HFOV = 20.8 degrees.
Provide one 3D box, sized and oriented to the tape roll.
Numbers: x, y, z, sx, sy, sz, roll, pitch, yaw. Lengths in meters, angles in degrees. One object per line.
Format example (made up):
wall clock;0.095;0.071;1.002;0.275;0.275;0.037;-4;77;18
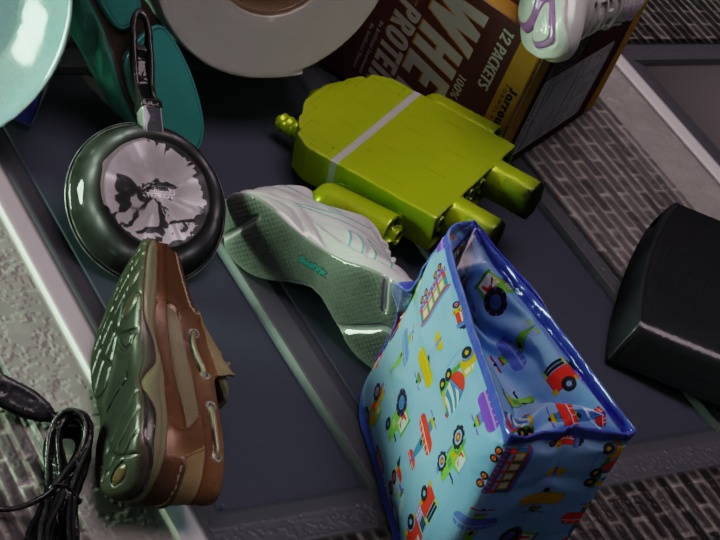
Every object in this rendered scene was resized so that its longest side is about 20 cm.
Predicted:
tape roll;-0.090;-0.261;1.459;0.201;0.205;0.139;0;25;-31

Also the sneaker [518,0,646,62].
sneaker;0.173;-0.214;1.473;0.099;0.075;0.201;22;36;-5

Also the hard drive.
hard drive;0.264;0.024;1.480;0.134;0.043;0.200;23;35;5

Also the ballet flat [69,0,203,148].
ballet flat;-0.176;-0.165;1.387;0.070;0.201;0.067;3;39;41

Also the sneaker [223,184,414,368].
sneaker;0.000;0.000;1.334;0.200;0.071;0.080;38;35;18

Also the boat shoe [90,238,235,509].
boat shoe;-0.117;0.067;1.183;0.073;0.076;0.201;20;39;-23

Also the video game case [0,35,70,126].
video game case;-0.306;-0.200;1.421;0.198;0.046;0.182;20;35;-7

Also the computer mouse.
computer mouse;-0.238;0.089;1.095;0.198;0.046;0.141;20;37;-8

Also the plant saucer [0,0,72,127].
plant saucer;-0.292;-0.184;1.317;0.199;0.203;0.039;20;2;-7

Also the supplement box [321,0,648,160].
supplement box;0.096;-0.210;1.601;0.197;0.133;0.200;37;36;15

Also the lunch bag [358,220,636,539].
lunch bag;0.058;0.080;1.196;0.093;0.151;0.201;1;42;-30

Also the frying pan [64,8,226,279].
frying pan;-0.129;-0.079;1.320;0.114;0.031;0.191;27;64;-17

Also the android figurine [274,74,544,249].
android figurine;0.031;-0.081;1.457;0.199;0.041;0.182;27;42;18
